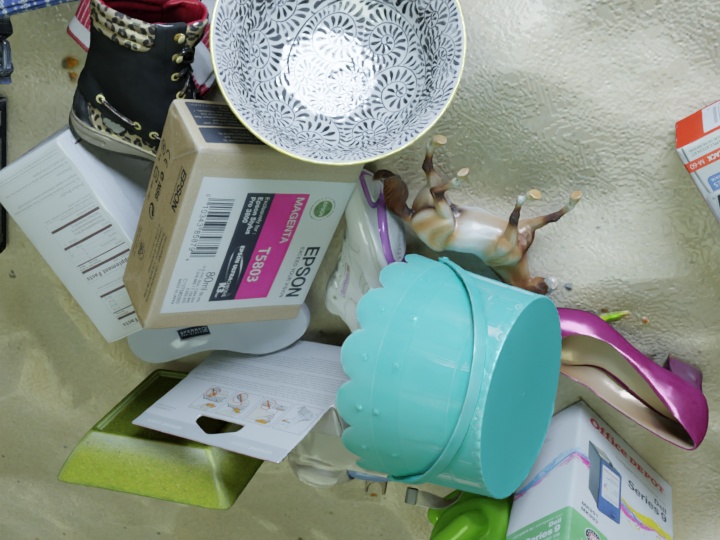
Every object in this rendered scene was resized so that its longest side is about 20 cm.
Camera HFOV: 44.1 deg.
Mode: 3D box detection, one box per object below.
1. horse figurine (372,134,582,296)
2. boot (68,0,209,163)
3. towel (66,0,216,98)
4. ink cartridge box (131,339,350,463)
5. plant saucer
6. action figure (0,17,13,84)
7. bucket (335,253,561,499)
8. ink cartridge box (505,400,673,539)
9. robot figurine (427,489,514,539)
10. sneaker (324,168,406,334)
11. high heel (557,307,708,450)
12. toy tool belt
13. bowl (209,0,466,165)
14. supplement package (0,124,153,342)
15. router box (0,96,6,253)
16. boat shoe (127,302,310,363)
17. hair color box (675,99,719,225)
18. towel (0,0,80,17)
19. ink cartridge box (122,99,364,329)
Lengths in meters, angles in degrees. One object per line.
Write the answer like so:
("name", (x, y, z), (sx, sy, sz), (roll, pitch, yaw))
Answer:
("horse figurine", (0.102, -0.045, 0.799), (0.198, 0.050, 0.133), (20, 143, -2))
("boot", (-0.154, -0.162, 0.783), (0.198, 0.074, 0.151), (16, 136, -6))
("towel", (-0.172, -0.235, 0.807), (0.144, 0.023, 0.200), (45, 125, -9))
("ink cartridge box", (-0.097, 0.132, 0.887), (0.199, 0.174, 0.044), (6, 124, 35))
("plant saucer", (-0.191, 0.166, 0.959), (0.198, 0.200, 0.048), (5, 112, 17))
("action figure", (-0.296, -0.269, 0.786), (0.192, 0.104, 0.202), (-15, 90, 33))
("bucket", (0.085, 0.096, 0.788), (0.134, 0.207, 0.209), (11, 125, 31))
("ink cartridge box", (0.222, 0.248, 0.853), (0.145, 0.200, 0.087), (44, 122, -9))
("robot figurine", (0.146, 0.294, 0.917), (0.116, 0.199, 0.176), (-48, 56, 16))
("sneaker", (0.000, 0.000, 0.856), (0.099, 0.075, 0.201), (-3, 119, 21))
("high heel", (0.223, 0.096, 0.820), (0.198, 0.096, 0.068), (16, 125, 10))
("toy tool belt", (0.022, 0.180, 0.954), (0.198, 0.123, 0.126), (9, 88, 8))
("bowl", (-0.019, -0.172, 0.726), (0.199, 0.094, 0.203), (1, 82, -4))
("supplement package", (-0.250, -0.049, 0.894), (0.109, 0.114, 0.201), (-21, 111, 28))
("router box", (-0.465, -0.115, 0.964), (0.149, 0.062, 0.201), (22, 125, 7))
("boat shoe", (-0.146, 0.050, 0.948), (0.198, 0.070, 0.071), (-12, 113, 14))
("hair color box", (0.347, -0.051, 0.705), (0.110, 0.064, 0.200), (-28, 109, 31))
("towel", (-0.299, -0.274, 0.726), (0.198, 0.024, 0.146), (-5, 88, 21))
("ink cartridge box", (-0.107, -0.045, 0.795), (0.075, 0.164, 0.201), (57, 135, 38))
